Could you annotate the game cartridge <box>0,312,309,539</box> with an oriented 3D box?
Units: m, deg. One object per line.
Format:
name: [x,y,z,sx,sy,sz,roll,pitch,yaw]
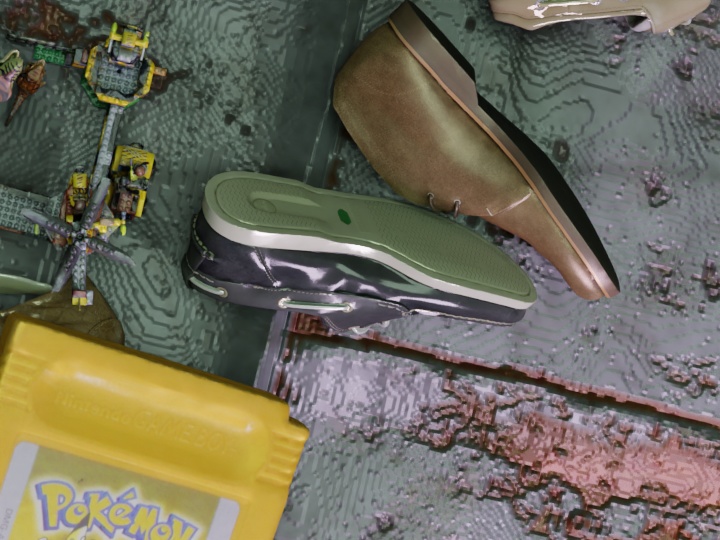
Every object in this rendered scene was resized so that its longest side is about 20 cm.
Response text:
game cartridge: [-0.136,0.142,1.196,0.175,0.032,0.201,18,95,-22]

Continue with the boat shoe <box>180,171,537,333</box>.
boat shoe: [0.000,0.000,1.251,0.199,0.072,0.068,12,122,-17]

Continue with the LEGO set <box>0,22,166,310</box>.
LEGO set: [-0.195,-0.081,1.177,0.199,0.116,0.155,22,84,-10]

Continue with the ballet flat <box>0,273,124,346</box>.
ballet flat: [-0.226,0.039,1.201,0.199,0.068,0.073,-12,71,-12]

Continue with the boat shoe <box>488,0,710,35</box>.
boat shoe: [0.164,-0.170,1.282,0.199,0.075,0.069,2,108,-13]

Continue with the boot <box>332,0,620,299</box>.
boot: [0.065,-0.051,1.264,0.075,0.074,0.200,-41,92,9]
